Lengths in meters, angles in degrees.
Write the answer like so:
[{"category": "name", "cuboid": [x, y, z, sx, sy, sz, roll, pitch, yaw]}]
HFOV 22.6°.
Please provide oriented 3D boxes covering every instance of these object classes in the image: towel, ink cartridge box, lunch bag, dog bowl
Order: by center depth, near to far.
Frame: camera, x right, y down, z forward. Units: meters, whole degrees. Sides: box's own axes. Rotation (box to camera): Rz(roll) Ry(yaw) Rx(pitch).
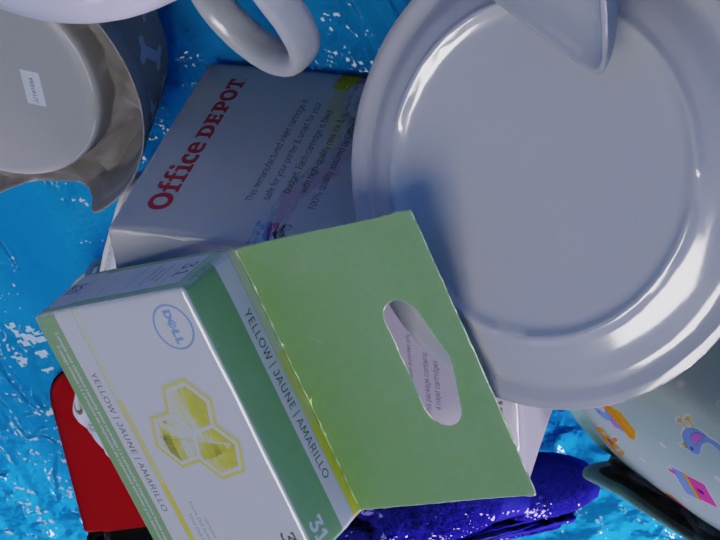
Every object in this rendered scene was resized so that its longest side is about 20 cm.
[{"category": "ink cartridge box", "cuboid": [-0.037, 0.059, 0.805, 0.200, 0.048, 0.146, -9, 113, 41]}, {"category": "lunch bag", "cuboid": [0.192, 0.080, 0.860, 0.170, 0.122, 0.200, 31, 161, 35]}, {"category": "ink cartridge box", "cuboid": [0.000, 0.000, 0.905, 0.199, 0.147, 0.145, 8, 131, 17]}, {"category": "dog bowl", "cuboid": [-0.189, -0.117, 0.929, 0.200, 0.059, 0.200, 16, 139, 14]}, {"category": "towel", "cuboid": [0.016, 0.120, 0.958, 0.147, 0.200, 0.050, 9, 96, 38]}]

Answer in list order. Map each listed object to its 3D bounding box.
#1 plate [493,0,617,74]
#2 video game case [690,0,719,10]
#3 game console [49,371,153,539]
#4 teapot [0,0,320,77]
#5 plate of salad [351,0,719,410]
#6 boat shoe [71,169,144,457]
[{"category": "plate", "cuboid": [0.035, -0.199, 0.685, 0.200, 0.032, 0.200, 44, 157, 34]}, {"category": "video game case", "cuboid": [0.131, -0.150, 0.700, 0.200, 0.022, 0.183, -10, 115, 54]}, {"category": "game console", "cuboid": [-0.073, 0.131, 1.134, 0.200, 0.119, 0.172, -11, 155, 30]}, {"category": "teapot", "cuboid": [-0.120, -0.187, 0.796, 0.197, 0.201, 0.146, -2, 167, -3]}, {"category": "plate of salad", "cuboid": [0.084, -0.043, 0.753, 0.200, 0.048, 0.201, 2, 94, 34]}, {"category": "boat shoe", "cuboid": [-0.140, 0.023, 1.033, 0.069, 0.071, 0.200, 28, 125, 24]}]
